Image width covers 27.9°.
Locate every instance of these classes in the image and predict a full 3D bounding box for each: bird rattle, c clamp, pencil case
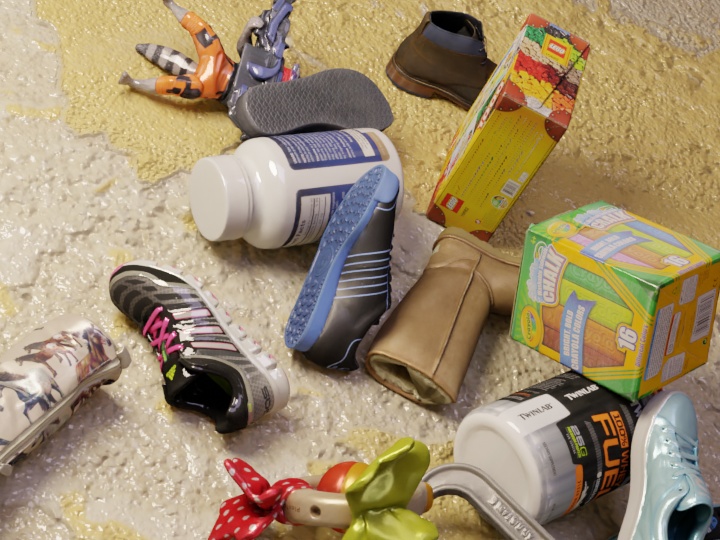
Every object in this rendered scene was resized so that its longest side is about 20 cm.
[{"bbox_3d":[-0.022,0.204,1.238,0.163,0.199,0.113,5,78,-64],"label":"bird rattle"},{"bbox_3d":[0.092,0.269,1.268,0.171,0.027,0.200,-35,62,-11],"label":"c clamp"},{"bbox_3d":[-0.281,0.113,1.206,0.089,0.078,0.200,23,42,21],"label":"pencil case"}]

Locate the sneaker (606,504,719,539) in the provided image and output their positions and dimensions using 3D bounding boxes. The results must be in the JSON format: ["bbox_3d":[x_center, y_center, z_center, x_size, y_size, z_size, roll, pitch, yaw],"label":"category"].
[{"bbox_3d":[0.305,0.257,1.377,0.199,0.090,0.079,-15,61,-31],"label":"sneaker"}]

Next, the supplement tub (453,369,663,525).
[{"bbox_3d":[0.197,0.162,1.379,0.200,0.123,0.123,-18,63,-36],"label":"supplement tub"}]

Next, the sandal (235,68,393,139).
[{"bbox_3d":[-0.051,-0.170,1.523,0.200,0.043,0.076,-6,74,-39],"label":"sandal"}]

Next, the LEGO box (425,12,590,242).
[{"bbox_3d":[0.158,-0.150,1.563,0.077,0.200,0.149,26,46,-5],"label":"LEGO box"}]

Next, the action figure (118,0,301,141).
[{"bbox_3d":[-0.137,-0.230,1.552,0.193,0.105,0.201,26,68,-12],"label":"action figure"}]

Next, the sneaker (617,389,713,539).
[{"bbox_3d":[0.291,0.199,1.312,0.074,0.082,0.201,29,61,-31],"label":"sneaker"}]

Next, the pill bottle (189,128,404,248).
[{"bbox_3d":[-0.065,-0.081,1.455,0.199,0.111,0.111,-9,58,-32],"label":"pill bottle"}]

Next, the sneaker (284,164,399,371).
[{"bbox_3d":[0.000,0.000,1.402,0.078,0.070,0.201,28,86,-25],"label":"sneaker"}]

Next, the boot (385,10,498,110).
[{"bbox_3d":[0.138,-0.242,1.700,0.199,0.097,0.075,8,51,-21],"label":"boot"}]

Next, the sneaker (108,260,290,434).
[{"bbox_3d":[-0.158,0.072,1.307,0.200,0.074,0.087,42,40,3],"label":"sneaker"}]

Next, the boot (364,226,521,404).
[{"bbox_3d":[0.115,0.063,1.465,0.175,0.066,0.200,24,46,5],"label":"boot"}]

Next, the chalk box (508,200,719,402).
[{"bbox_3d":[0.228,0.017,1.399,0.200,0.125,0.124,26,33,38],"label":"chalk box"}]
